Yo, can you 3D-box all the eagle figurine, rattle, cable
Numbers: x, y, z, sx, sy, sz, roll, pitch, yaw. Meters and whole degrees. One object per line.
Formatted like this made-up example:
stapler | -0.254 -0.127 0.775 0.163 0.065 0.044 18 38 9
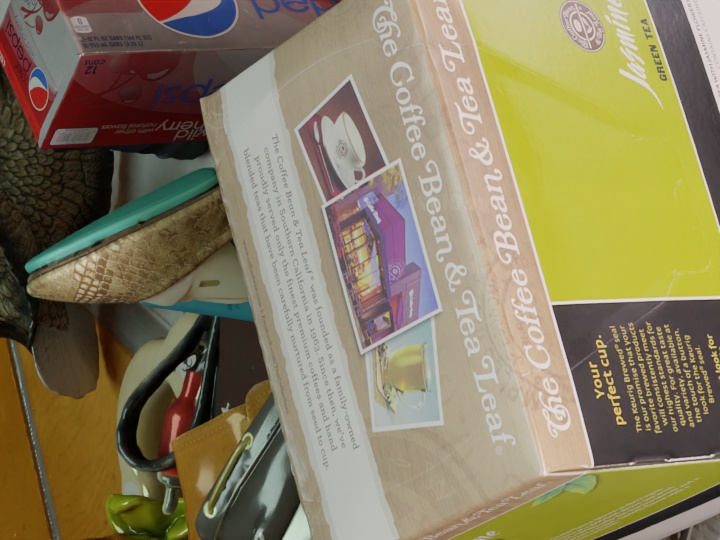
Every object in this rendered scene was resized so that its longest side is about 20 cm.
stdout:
eagle figurine | -0.200 -0.025 1.513 0.152 0.151 0.200 61 138 28
rattle | -0.123 0.068 1.424 0.130 0.143 0.200 -120 33 -56
cable | -0.069 0.032 1.378 0.050 0.097 0.200 29 -113 -87

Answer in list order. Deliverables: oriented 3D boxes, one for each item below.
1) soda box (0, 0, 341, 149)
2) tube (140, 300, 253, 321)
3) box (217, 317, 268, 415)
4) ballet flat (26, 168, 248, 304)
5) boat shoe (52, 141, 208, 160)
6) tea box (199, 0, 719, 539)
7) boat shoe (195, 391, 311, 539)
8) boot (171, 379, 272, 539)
soda box | -0.061 -0.104 1.247 0.070 0.200 0.063 63 140 31
tube | 0.000 0.000 1.223 0.200 0.050 0.078 5 106 12
box | -0.015 0.058 1.314 0.100 0.075 0.200 12 102 55
ballet flat | -0.046 -0.025 1.172 0.065 0.200 0.071 59 177 -10
boat shoe | -0.148 -0.150 1.471 0.075 0.093 0.200 -52 52 45
tea box | 0.070 0.000 1.052 0.134 0.197 0.200 -30 68 44
boat shoe | -0.003 0.040 1.168 0.061 0.072 0.201 27 85 23
boot | 0.013 0.107 1.211 0.201 0.071 0.144 -16 76 18
